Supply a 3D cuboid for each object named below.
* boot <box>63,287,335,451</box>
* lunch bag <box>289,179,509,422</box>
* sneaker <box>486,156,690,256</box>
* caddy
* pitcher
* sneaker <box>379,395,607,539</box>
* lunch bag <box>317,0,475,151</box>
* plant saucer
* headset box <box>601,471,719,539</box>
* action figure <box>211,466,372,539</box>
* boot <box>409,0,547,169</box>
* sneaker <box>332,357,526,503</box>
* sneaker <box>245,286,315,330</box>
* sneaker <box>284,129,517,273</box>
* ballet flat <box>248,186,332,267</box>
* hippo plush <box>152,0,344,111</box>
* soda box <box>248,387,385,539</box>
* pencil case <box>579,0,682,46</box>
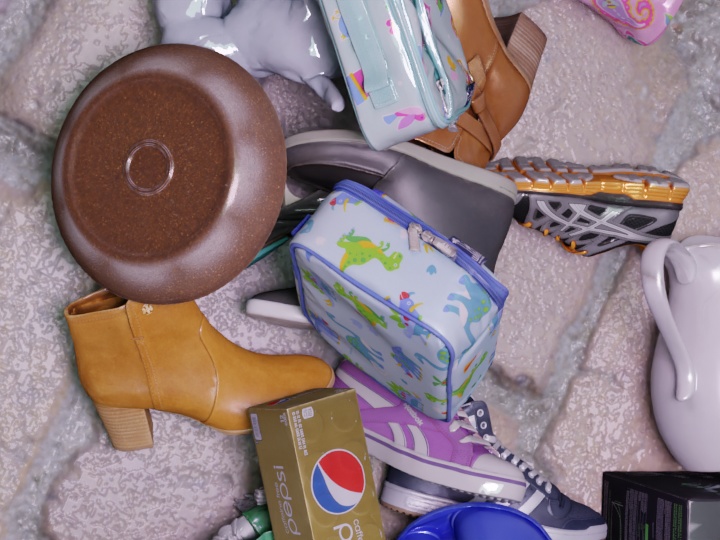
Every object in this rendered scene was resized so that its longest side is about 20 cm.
[{"bbox_3d":[-0.126,0.060,1.379,0.200,0.071,0.145,-14,121,-7],"label":"boot"},{"bbox_3d":[0.025,0.023,1.293,0.160,0.200,0.083,33,73,15],"label":"lunch bag"},{"bbox_3d":[0.181,-0.050,1.478,0.199,0.078,0.078,5,110,-7],"label":"sneaker"},{"bbox_3d":[0.107,0.275,1.422,0.141,0.105,0.200,-26,123,18],"label":"caddy"},{"bbox_3d":[0.290,0.069,1.465,0.171,0.121,0.201,-4,88,-49],"label":"pitcher"},{"bbox_3d":[0.123,0.166,1.464,0.199,0.070,0.109,12,89,-11],"label":"sneaker"},{"bbox_3d":[0.021,-0.191,1.303,0.077,0.160,0.201,-18,98,14],"label":"lunch bag"},{"bbox_3d":[-0.153,-0.076,1.307,0.199,0.037,0.202,-2,84,19],"label":"plant saucer"},{"bbox_3d":[0.316,0.223,1.445,0.173,0.200,0.093,1,90,-14],"label":"headset box"},{"bbox_3d":[-0.075,0.202,1.410,0.199,0.118,0.055,-26,84,-21],"label":"action figure"},{"bbox_3d":[0.054,-0.175,1.432,0.200,0.077,0.156,36,69,-28],"label":"boot"},{"bbox_3d":[0.058,0.108,1.391,0.200,0.073,0.115,22,89,32],"label":"sneaker"},{"bbox_3d":[0.000,0.000,1.437,0.199,0.071,0.100,1,87,-18],"label":"sneaker"},{"bbox_3d":[0.026,-0.042,1.376,0.199,0.075,0.107,14,75,-11],"label":"sneaker"},{"bbox_3d":[-0.066,-0.047,1.424,0.199,0.068,0.069,-24,86,-23],"label":"ballet flat"},{"bbox_3d":[-0.081,-0.185,1.397,0.160,0.159,0.201,-16,78,17],"label":"hippo plush"},{"bbox_3d":[-0.026,0.196,1.352,0.067,0.064,0.201,-14,95,-34],"label":"soda box"},{"bbox_3d":[0.184,-0.273,1.473,0.199,0.087,0.088,31,83,-11],"label":"pencil case"}]
